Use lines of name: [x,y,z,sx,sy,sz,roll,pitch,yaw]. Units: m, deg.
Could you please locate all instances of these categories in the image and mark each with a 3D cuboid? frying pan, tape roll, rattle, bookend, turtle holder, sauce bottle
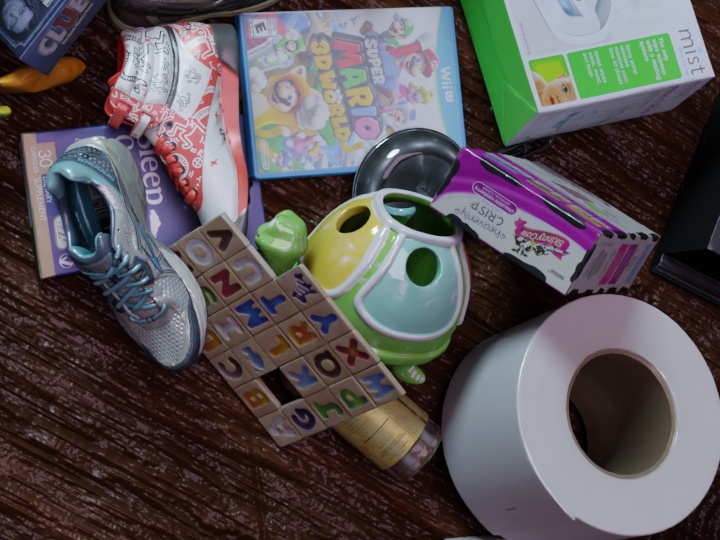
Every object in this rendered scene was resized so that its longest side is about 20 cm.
frying pan: [0.085,-0.067,1.347,0.190,0.031,0.115,1,104,-18]
tape roll: [0.187,0.132,1.299,0.202,0.139,0.203,6,74,-23]
rattle: [-0.286,-0.071,1.191,0.143,0.130,0.200,9,56,-43]
bookend: [0.374,-0.075,1.354,0.092,0.200,0.199,26,80,-14]
turtle holder: [0.005,-0.004,1.259,0.185,0.141,0.132,26,121,-2]
sauce bottle: [-0.021,0.096,1.299,0.200,0.065,0.065,42,77,-10]

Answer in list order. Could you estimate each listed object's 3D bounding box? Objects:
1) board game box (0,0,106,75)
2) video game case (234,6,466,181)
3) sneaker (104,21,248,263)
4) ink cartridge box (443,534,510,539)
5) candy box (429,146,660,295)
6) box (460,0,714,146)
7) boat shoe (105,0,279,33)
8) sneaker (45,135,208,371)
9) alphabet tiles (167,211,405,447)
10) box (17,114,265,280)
board game box: [-0.226,-0.269,1.192,0.200,0.135,0.035,-51,145,6]
video game case: [-0.006,-0.156,1.331,0.199,0.018,0.144,-5,89,-20]
sneaker: [-0.151,-0.102,1.235,0.108,0.067,0.202,-2,84,-17]
ink cartridge box: [0.088,0.336,1.330,0.176,0.045,0.201,-2,88,-18]
candy box: [0.157,-0.039,1.266,0.136,0.200,0.061,35,104,21]
box: [0.191,-0.231,1.346,0.176,0.097,0.201,-12,80,-16]
boat shoe: [-0.116,-0.251,1.282,0.200,0.066,0.072,-23,92,-17]
sneaker: [-0.193,-0.004,1.197,0.077,0.086,0.200,-25,96,20]
alphabet tiles: [-0.077,0.048,1.236,0.200,0.167,0.008,51,47,-11]
box: [-0.178,-0.065,1.275,0.199,0.032,0.121,-8,90,-18]
